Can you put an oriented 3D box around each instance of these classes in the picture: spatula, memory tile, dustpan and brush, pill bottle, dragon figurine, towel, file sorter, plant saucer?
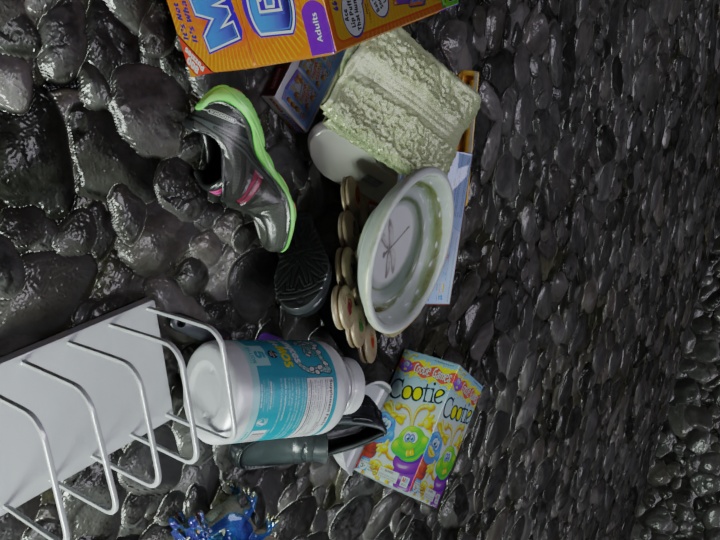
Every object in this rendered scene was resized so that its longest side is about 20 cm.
[{"bbox_3d":[-0.145,0.085,0.894,0.200,0.020,0.057,33,78,-51],"label":"spatula"},{"bbox_3d":[0.000,0.000,0.933,0.153,0.017,0.201,61,28,-56],"label":"memory tile"},{"bbox_3d":[-0.013,0.197,1.066,0.200,0.057,0.140,47,63,-45],"label":"dustpan and brush"},{"bbox_3d":[-0.090,0.134,0.875,0.199,0.111,0.111,5,96,-42],"label":"pill bottle"},{"bbox_3d":[-0.152,0.322,0.920,0.100,0.059,0.200,-52,136,-30],"label":"dragon figurine"},{"bbox_3d":[0.052,-0.192,0.900,0.200,0.036,0.149,30,81,-35],"label":"towel"},{"bbox_3d":[-0.231,0.133,0.710,0.200,0.124,0.139,-26,119,-46],"label":"file sorter"},{"bbox_3d":[0.044,-0.028,0.903,0.200,0.050,0.201,-40,140,-44],"label":"plant saucer"}]

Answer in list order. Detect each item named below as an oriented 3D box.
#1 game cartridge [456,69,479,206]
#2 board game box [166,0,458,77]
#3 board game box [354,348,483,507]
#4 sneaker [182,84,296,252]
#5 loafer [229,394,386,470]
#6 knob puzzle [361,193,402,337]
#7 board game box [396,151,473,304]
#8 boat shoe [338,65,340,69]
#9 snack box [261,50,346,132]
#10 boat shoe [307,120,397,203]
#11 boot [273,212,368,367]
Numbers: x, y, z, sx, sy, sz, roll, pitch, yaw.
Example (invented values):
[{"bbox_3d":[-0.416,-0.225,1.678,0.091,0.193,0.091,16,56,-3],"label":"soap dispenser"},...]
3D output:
[{"bbox_3d":[0.138,-0.189,1.099,0.200,0.032,0.177,-80,174,-79],"label":"game cartridge"},{"bbox_3d":[-0.058,-0.316,0.728,0.200,0.199,0.201,-35,119,-42],"label":"board game box"},{"bbox_3d":[0.092,0.240,1.181,0.105,0.103,0.201,42,67,-49],"label":"board game box"},{"bbox_3d":[-0.133,-0.099,0.831,0.084,0.077,0.201,-36,126,-20],"label":"sneaker"},{"bbox_3d":[-0.061,0.206,0.953,0.200,0.070,0.068,-12,125,-25],"label":"loafer"},{"bbox_3d":[0.036,-0.007,1.078,0.219,0.030,0.221,12,75,-51],"label":"knob puzzle"},{"bbox_3d":[0.085,-0.056,0.987,0.103,0.019,0.201,2,101,-33],"label":"board game box"},{"bbox_3d":[0.031,-0.261,0.999,0.200,0.071,0.064,-10,69,-53],"label":"boat shoe"},{"bbox_3d":[-0.049,-0.268,0.919,0.072,0.024,0.201,43,65,-50],"label":"snack box"},{"bbox_3d":[0.000,-0.151,0.985,0.200,0.072,0.069,20,45,-48],"label":"boat shoe"},{"bbox_3d":[-0.037,0.052,0.938,0.165,0.065,0.200,-95,166,-49],"label":"boot"}]
